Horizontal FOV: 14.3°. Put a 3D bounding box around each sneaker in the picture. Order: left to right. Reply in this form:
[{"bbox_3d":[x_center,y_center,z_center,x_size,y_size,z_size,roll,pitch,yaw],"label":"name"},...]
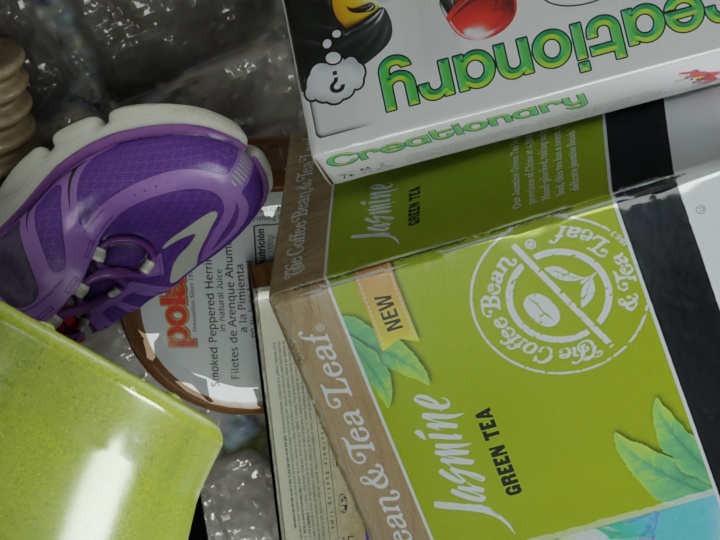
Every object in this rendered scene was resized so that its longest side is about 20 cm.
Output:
[{"bbox_3d":[-0.118,0.014,1.074,0.200,0.083,0.081,-32,127,11],"label":"sneaker"}]

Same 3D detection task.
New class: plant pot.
[{"bbox_3d":[-0.148,0.105,0.961,0.200,0.200,0.193,30,85,-21],"label":"plant pot"}]

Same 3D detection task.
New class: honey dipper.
[{"bbox_3d":[-0.138,0.004,1.135,0.038,0.038,0.200,-8,120,-5],"label":"honey dipper"}]

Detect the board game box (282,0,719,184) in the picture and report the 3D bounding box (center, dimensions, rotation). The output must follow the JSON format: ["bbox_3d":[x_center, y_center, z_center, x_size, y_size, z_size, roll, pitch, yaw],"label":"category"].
[{"bbox_3d":[0.070,-0.116,0.989,0.200,0.126,0.035,-15,161,9],"label":"board game box"}]

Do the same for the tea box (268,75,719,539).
[{"bbox_3d":[0.093,0.033,1.040,0.197,0.134,0.200,-17,117,12],"label":"tea box"}]

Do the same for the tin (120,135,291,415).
[{"bbox_3d":[0.000,0.000,1.152,0.200,0.042,0.112,-5,112,-6],"label":"tin"}]

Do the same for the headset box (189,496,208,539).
[{"bbox_3d":[-0.156,0.159,1.144,0.200,0.149,0.077,-5,116,-7],"label":"headset box"}]

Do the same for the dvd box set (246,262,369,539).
[{"bbox_3d":[0.061,0.053,1.149,0.200,0.029,0.146,-8,116,-4],"label":"dvd box set"}]
